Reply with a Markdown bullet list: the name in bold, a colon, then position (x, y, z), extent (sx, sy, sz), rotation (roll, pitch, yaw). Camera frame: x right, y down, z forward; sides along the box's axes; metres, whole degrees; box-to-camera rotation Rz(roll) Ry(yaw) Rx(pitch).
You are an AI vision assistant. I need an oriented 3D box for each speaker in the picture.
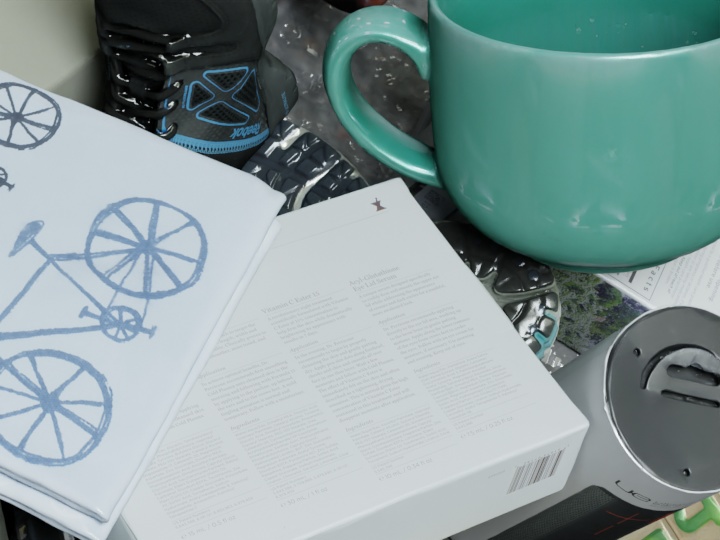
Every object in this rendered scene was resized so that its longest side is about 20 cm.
- **speaker**: position (0.104, 0.079, 1.044), extent (0.081, 0.200, 0.082), rotation (6, 71, -18)

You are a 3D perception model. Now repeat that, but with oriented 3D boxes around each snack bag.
- **snack bag**: position (-0.150, -0.003, 0.929), extent (0.199, 0.021, 0.189), rotation (24, 49, 3)

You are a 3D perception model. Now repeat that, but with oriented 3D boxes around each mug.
- **mug**: position (0.094, -0.072, 1.041), extent (0.152, 0.184, 0.115), rotation (-32, 128, -43)

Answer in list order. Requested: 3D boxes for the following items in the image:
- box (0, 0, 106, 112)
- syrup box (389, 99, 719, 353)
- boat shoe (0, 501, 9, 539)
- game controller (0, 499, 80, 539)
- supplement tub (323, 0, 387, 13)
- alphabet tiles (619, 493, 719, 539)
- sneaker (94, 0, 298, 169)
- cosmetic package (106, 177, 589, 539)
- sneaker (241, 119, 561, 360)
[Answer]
- **box**: position (-0.153, -0.089, 1.052), extent (0.068, 0.082, 0.200), rotation (42, 56, 11)
- **syrup box**: position (0.116, -0.015, 1.147), extent (0.199, 0.079, 0.082), rotation (31, 65, -9)
- **boat shoe**: position (-0.133, 0.135, 0.994), extent (0.200, 0.074, 0.060), rotation (50, 22, 12)
- **game controller**: position (-0.094, 0.128, 0.954), extent (0.104, 0.042, 0.201), rotation (13, 40, -34)
- **supplement tub**: position (0.034, -0.218, 1.067), extent (0.107, 0.107, 0.200), rotation (45, 82, -2)
- **alphabet tiles**: position (0.211, 0.192, 1.158), extent (0.167, 0.008, 0.201), rotation (-32, 86, -26)
- **sneaker**: position (-0.077, -0.086, 0.997), extent (0.073, 0.200, 0.082), rotation (23, 74, 21)
- **cosmetic package**: position (-0.031, 0.053, 0.962), extent (0.199, 0.052, 0.151), rotation (-18, 57, -28)
- **sneaker**: position (0.000, 0.000, 1.106), extent (0.199, 0.086, 0.078), rotation (29, 79, 14)
